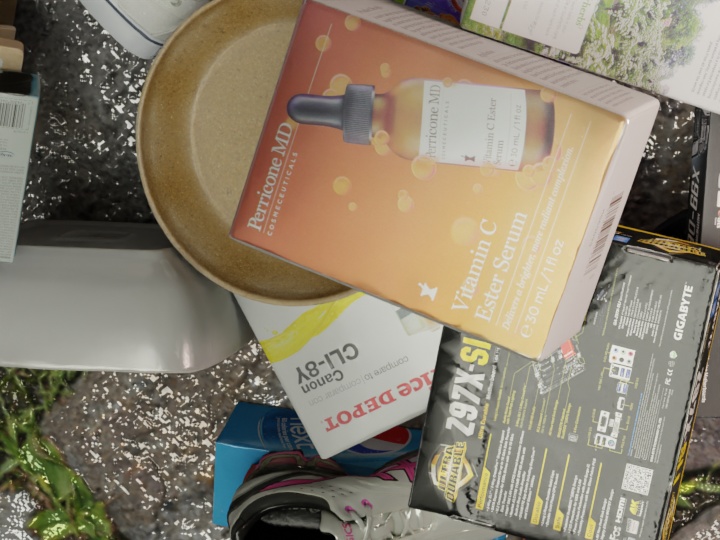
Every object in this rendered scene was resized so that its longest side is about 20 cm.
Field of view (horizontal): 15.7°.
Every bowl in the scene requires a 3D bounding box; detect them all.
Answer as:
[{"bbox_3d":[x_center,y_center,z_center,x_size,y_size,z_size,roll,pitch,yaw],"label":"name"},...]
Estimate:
[{"bbox_3d":[-0.174,0.012,1.695,0.200,0.200,0.075,2,98,12],"label":"bowl"}]

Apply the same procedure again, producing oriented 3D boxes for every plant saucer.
[{"bbox_3d":[-0.040,-0.079,1.613,0.200,0.035,0.200,4,101,19],"label":"plant saucer"}]

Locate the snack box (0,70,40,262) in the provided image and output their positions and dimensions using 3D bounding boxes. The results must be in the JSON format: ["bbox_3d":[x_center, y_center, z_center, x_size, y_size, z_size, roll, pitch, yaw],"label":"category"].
[{"bbox_3d":[-0.301,-0.073,1.579,0.200,0.037,0.116,7,117,-13],"label":"snack box"}]

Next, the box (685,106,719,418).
[{"bbox_3d":[0.280,-0.008,1.609,0.158,0.050,0.200,2,104,-5],"label":"box"}]

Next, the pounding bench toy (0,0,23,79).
[{"bbox_3d":[-0.323,-0.131,1.656,0.200,0.156,0.124,8,117,-13],"label":"pounding bench toy"}]

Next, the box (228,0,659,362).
[{"bbox_3d":[0.049,-0.058,1.510,0.200,0.106,0.152,21,104,12],"label":"box"}]

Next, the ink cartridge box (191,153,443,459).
[{"bbox_3d":[0.000,0.000,1.683,0.145,0.083,0.200,-26,95,22],"label":"ink cartridge box"}]

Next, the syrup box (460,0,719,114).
[{"bbox_3d":[0.167,-0.160,1.539,0.200,0.081,0.079,18,119,0],"label":"syrup box"}]

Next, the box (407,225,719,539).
[{"bbox_3d":[0.126,0.068,1.593,0.160,0.049,0.200,14,105,15],"label":"box"}]

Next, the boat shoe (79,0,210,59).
[{"bbox_3d":[-0.170,-0.229,1.641,0.086,0.075,0.202,-37,104,26],"label":"boat shoe"}]

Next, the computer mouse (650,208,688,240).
[{"bbox_3d":[0.162,0.007,1.697,0.140,0.046,0.200,45,117,4],"label":"computer mouse"}]

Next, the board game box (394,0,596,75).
[{"bbox_3d":[0.101,-0.181,1.616,0.134,0.045,0.200,25,118,1],"label":"board game box"}]

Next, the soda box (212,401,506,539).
[{"bbox_3d":[0.003,0.146,1.784,0.200,0.064,0.068,8,116,9],"label":"soda box"}]

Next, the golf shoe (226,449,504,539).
[{"bbox_3d":[0.012,0.163,1.703,0.200,0.092,0.073,-4,112,14],"label":"golf shoe"}]
